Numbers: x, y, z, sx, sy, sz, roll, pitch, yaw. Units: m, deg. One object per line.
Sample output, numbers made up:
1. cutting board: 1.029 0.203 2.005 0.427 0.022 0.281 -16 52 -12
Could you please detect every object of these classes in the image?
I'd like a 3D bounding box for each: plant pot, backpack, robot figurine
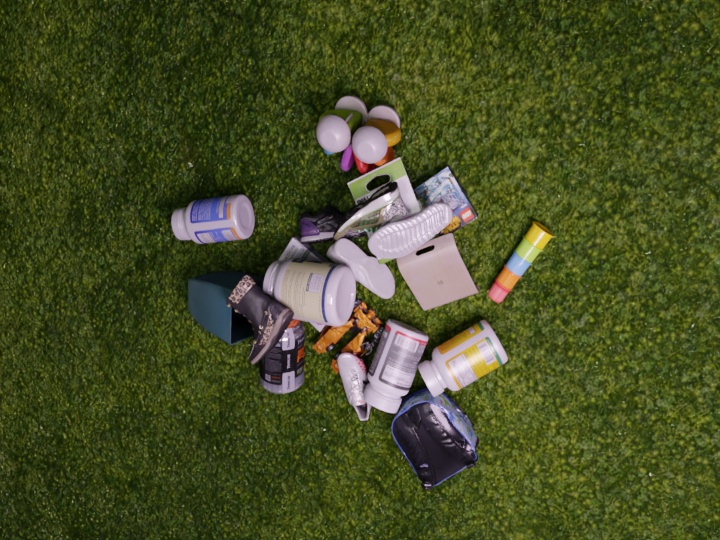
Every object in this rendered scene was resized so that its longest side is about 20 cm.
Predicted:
1. plant pot: -0.355 0.078 1.526 0.196 0.140 0.145 17 110 32
2. backpack: 0.179 0.399 1.452 0.181 0.147 0.202 -35 95 21
3. robot figurine: -0.027 0.164 1.504 0.145 0.058 0.200 46 111 1

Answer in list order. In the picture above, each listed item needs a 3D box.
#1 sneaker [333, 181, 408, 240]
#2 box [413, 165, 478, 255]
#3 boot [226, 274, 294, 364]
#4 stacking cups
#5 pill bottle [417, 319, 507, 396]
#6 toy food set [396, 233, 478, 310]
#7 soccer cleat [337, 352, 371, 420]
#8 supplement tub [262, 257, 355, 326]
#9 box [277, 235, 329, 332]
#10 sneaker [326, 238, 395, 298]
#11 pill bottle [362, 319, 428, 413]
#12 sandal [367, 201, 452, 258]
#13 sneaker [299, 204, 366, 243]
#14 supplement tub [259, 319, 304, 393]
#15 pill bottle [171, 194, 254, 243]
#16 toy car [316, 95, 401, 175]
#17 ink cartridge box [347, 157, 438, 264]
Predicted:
1. sneaker: 0.023 -0.109 1.306 0.197 0.077 0.089 -31 109 26
2. box: 0.163 -0.135 1.391 0.197 0.040 0.139 -31 92 20
3. boot: -0.254 0.119 1.391 0.150 0.073 0.201 41 130 6
4. stacking cups: 0.370 -0.014 1.355 0.060 0.060 0.203 31 113 6
5. pill bottle: 0.240 0.215 1.389 0.197 0.113 0.114 -31 94 5
6. toy food set: 0.183 0.006 1.364 0.140 0.061 0.201 -19 134 18
7. soccer cleat: -0.011 0.294 1.481 0.067 0.086 0.204 -10 125 10
8. supplement tub: -0.123 0.049 1.410 0.195 0.144 0.149 8 105 22
9. box: -0.134 0.034 1.514 0.199 0.041 0.157 39 111 6
10. sneaker: 0.000 0.000 1.460 0.199 0.076 0.088 41 148 -13
11. pill bottle: 0.083 0.235 1.437 0.111 0.114 0.205 22 93 9
12. sandal: 0.111 -0.088 1.291 0.198 0.050 0.084 -24 112 7
13. sneaker: -0.060 -0.122 1.442 0.194 0.076 0.090 -6 88 11
14. supplement tub: -0.205 0.203 1.517 0.119 0.123 0.205 9 114 13
15. pill bottle: -0.383 -0.130 1.509 0.194 0.112 0.115 -4 102 17
16. toy car: -0.006 -0.297 1.345 0.195 0.176 0.153 18 132 10
17. ink cartridge box: 0.078 -0.139 1.354 0.145 0.076 0.205 -21 94 20
